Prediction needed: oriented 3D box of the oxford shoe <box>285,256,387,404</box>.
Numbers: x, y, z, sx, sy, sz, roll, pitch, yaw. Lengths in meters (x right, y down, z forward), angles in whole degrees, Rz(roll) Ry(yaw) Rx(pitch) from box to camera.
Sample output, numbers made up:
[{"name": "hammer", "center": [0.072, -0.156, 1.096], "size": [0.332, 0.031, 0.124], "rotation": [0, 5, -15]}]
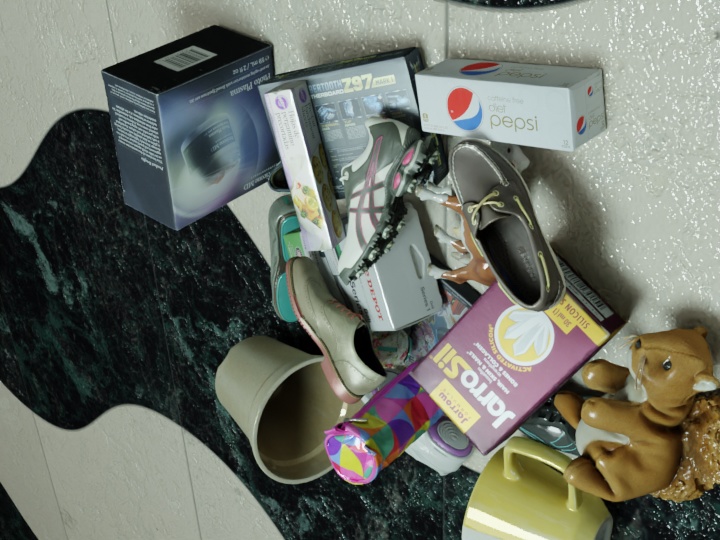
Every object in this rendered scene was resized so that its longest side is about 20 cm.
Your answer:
[{"name": "oxford shoe", "center": [-0.026, 0.062, 1.305], "size": [0.075, 0.070, 0.200], "rotation": [-33, 81, 31]}]

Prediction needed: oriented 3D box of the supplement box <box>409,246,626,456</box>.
[{"name": "supplement box", "center": [0.174, 0.085, 1.158], "size": [0.131, 0.103, 0.200], "rotation": [46, 112, 14]}]

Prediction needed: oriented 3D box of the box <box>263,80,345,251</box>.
[{"name": "box", "center": [-0.064, -0.121, 1.236], "size": [0.039, 0.041, 0.201], "rotation": [-4, 111, 27]}]

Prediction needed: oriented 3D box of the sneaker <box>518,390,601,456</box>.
[{"name": "sneaker", "center": [0.250, 0.181, 1.242], "size": [0.200, 0.076, 0.079], "rotation": [25, 161, 21]}]

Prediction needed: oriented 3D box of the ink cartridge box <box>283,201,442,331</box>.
[{"name": "ink cartridge box", "center": [0.000, 0.000, 1.349], "size": [0.200, 0.084, 0.147], "rotation": [-7, 103, 57]}]

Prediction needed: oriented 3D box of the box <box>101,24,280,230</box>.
[{"name": "box", "center": [-0.217, -0.193, 1.390], "size": [0.123, 0.200, 0.199], "rotation": [27, 134, 34]}]

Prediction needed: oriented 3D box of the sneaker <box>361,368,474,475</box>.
[{"name": "sneaker", "center": [0.061, 0.214, 1.457], "size": [0.200, 0.075, 0.100], "rotation": [40, 142, 13]}]

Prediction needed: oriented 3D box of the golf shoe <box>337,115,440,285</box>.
[{"name": "golf shoe", "center": [0.013, -0.080, 1.202], "size": [0.088, 0.077, 0.200], "rotation": [31, 109, 13]}]

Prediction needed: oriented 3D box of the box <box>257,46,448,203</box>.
[{"name": "box", "center": [-0.008, -0.169, 1.242], "size": [0.199, 0.051, 0.158], "rotation": [-6, 113, 27]}]

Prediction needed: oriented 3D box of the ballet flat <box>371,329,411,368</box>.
[{"name": "ballet flat", "center": [-0.001, 0.096, 1.432], "size": [0.200, 0.064, 0.076], "rotation": [-7, 80, 63]}]

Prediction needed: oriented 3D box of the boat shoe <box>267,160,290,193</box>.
[{"name": "boat shoe", "center": [-0.046, -0.137, 1.348], "size": [0.200, 0.062, 0.075], "rotation": [-4, 104, 48]}]

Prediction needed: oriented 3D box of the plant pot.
[{"name": "plant pot", "center": [-0.122, 0.191, 1.582], "size": [0.183, 0.200, 0.201], "rotation": [28, 135, 49]}]

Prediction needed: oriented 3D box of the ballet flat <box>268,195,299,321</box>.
[{"name": "ballet flat", "center": [-0.101, -0.019, 1.508], "size": [0.064, 0.067, 0.201], "rotation": [-121, 27, -48]}]

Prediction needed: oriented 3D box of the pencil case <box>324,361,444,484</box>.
[{"name": "pencil case", "center": [0.039, 0.189, 1.328], "size": [0.088, 0.200, 0.089], "rotation": [19, 123, 31]}]

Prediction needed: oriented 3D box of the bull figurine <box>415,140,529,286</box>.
[{"name": "bull figurine", "center": [0.132, -0.063, 1.179], "size": [0.121, 0.065, 0.201], "rotation": [7, 127, 21]}]

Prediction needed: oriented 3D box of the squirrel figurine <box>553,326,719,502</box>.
[{"name": "squirrel figurine", "center": [0.326, 0.149, 1.095], "size": [0.200, 0.142, 0.187], "rotation": [27, 120, -3]}]

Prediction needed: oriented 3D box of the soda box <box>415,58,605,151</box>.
[{"name": "soda box", "center": [0.154, -0.177, 1.094], "size": [0.200, 0.064, 0.068], "rotation": [15, 125, 42]}]

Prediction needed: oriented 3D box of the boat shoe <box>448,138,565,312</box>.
[{"name": "boat shoe", "center": [0.145, -0.049, 1.072], "size": [0.072, 0.059, 0.201], "rotation": [-29, 81, 21]}]

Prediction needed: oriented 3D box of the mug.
[{"name": "mug", "center": [0.221, 0.308, 1.288], "size": [0.153, 0.150, 0.187], "rotation": [19, 164, 30]}]

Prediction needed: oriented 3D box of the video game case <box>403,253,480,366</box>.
[{"name": "video game case", "center": [0.129, 0.101, 1.350], "size": [0.200, 0.025, 0.181], "rotation": [41, 140, 21]}]
